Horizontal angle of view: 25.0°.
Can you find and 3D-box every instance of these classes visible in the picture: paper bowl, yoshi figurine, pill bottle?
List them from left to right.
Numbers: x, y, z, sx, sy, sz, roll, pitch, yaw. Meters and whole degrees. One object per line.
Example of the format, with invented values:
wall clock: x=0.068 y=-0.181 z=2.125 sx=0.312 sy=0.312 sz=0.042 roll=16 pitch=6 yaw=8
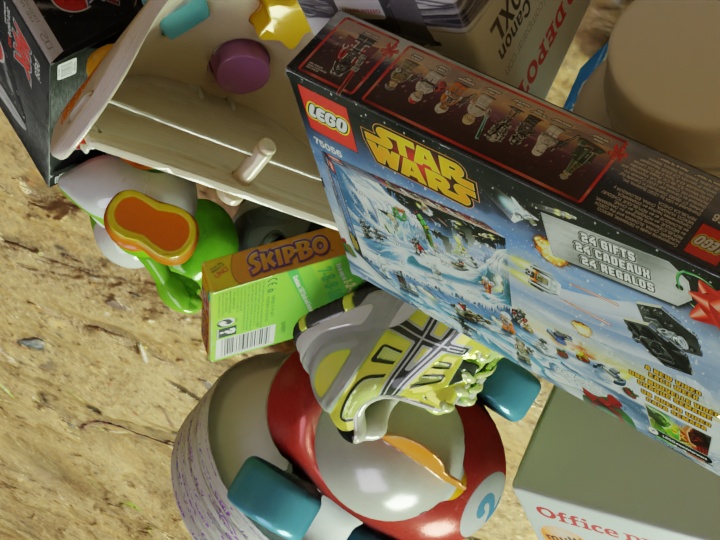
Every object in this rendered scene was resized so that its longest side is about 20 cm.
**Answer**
yoshi figurine: x=-0.115 y=-0.034 z=1.025 sx=0.112 sy=0.112 sz=0.200 roll=56 pitch=167 yaw=2
paper bowl: x=-0.034 y=0.149 z=1.215 sx=0.200 sy=0.201 sz=0.104 roll=34 pitch=126 yaw=-12
pill bottle: x=0.143 y=-0.026 z=0.686 sx=0.108 sy=0.110 sz=0.201 roll=18 pitch=150 yaw=19

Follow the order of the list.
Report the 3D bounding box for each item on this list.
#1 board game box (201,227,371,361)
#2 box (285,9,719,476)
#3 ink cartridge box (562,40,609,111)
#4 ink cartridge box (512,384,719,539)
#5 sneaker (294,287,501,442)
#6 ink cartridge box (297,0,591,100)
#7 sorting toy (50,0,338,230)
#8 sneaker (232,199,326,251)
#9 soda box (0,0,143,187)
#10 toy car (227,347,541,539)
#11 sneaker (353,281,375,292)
board game box: x=0.000 y=0.000 z=0.990 sx=0.198 sy=0.030 sz=0.096 roll=-14 pitch=154 yaw=-13
box: x=0.069 y=-0.011 z=0.638 sx=0.199 sy=0.040 sz=0.137 roll=29 pitch=155 yaw=29
ink cartridge box: x=0.182 y=-0.083 z=0.747 sx=0.116 sy=0.068 sz=0.200 roll=32 pitch=152 yaw=-7
ink cartridge box: x=0.206 y=0.143 z=1.029 sx=0.144 sy=0.145 sz=0.201 roll=10 pitch=147 yaw=31
sneaker: x=0.057 y=0.031 z=0.862 sx=0.199 sy=0.077 sz=0.075 roll=-25 pitch=169 yaw=35
ink cartridge box: x=0.030 y=-0.166 z=0.660 sx=0.083 sy=0.146 sz=0.201 roll=9 pitch=147 yaw=31
sorting toy: x=-0.030 y=-0.119 z=0.801 sx=0.199 sy=0.107 sz=0.180 roll=18 pitch=126 yaw=-34
sneaker: x=-0.053 y=-0.012 z=1.079 sx=0.074 sy=0.080 sz=0.200 roll=30 pitch=154 yaw=-8
soda box: x=-0.169 y=-0.120 z=0.933 sx=0.071 sy=0.063 sz=0.200 roll=58 pitch=162 yaw=8
toy car: x=0.030 y=0.118 z=1.040 sx=0.176 sy=0.185 sz=0.200 roll=34 pitch=176 yaw=-10
sneaker: x=0.066 y=0.029 z=0.961 sx=0.199 sy=0.076 sz=0.076 roll=-25 pitch=135 yaw=17
